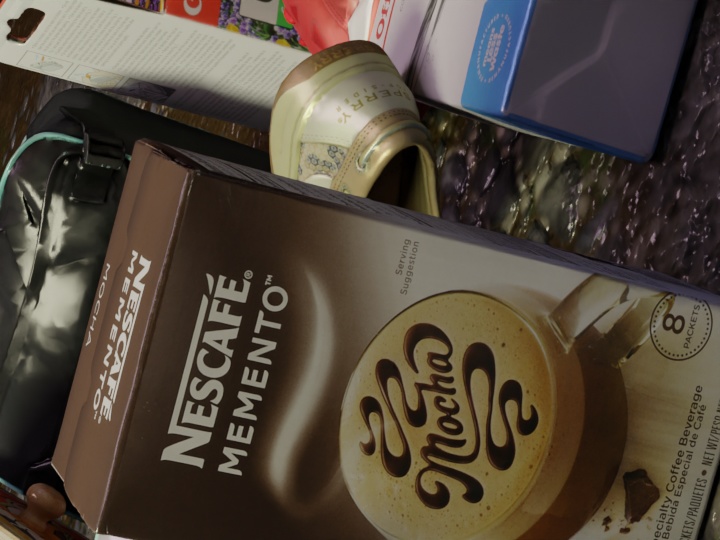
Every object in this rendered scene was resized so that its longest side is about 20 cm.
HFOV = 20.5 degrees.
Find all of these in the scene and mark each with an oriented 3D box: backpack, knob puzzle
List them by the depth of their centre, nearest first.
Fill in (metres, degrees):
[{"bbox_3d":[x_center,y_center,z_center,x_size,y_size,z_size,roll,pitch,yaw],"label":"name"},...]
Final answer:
[{"bbox_3d":[-0.110,0.144,0.944,0.031,0.219,0.219,-57,20,-5],"label":"knob puzzle"},{"bbox_3d":[-0.110,0.023,1.011,0.153,0.174,0.202,-89,17,-74],"label":"backpack"}]

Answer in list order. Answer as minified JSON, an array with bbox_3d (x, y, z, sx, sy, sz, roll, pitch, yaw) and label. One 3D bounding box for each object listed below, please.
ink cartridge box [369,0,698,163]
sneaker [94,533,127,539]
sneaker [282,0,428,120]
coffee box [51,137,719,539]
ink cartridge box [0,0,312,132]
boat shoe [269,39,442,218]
[{"bbox_3d":[0.060,-0.116,0.796,0.200,0.066,0.117,-154,79,-69],"label":"ink cartridge box"},{"bbox_3d":[-0.024,0.117,0.640,0.078,0.199,0.140,-59,-23,-7],"label":"sneaker"},{"bbox_3d":[-0.025,-0.148,0.888,0.078,0.115,0.201,-47,-34,-40],"label":"sneaker"},{"bbox_3d":[0.013,0.039,0.639,0.080,0.198,0.114,-152,76,-68],"label":"coffee box"},{"bbox_3d":[-0.078,-0.119,0.967,0.109,0.198,0.051,150,130,-62],"label":"ink cartridge box"},{"bbox_3d":[0.000,0.000,0.821,0.063,0.073,0.201,52,159,37],"label":"boat shoe"}]
